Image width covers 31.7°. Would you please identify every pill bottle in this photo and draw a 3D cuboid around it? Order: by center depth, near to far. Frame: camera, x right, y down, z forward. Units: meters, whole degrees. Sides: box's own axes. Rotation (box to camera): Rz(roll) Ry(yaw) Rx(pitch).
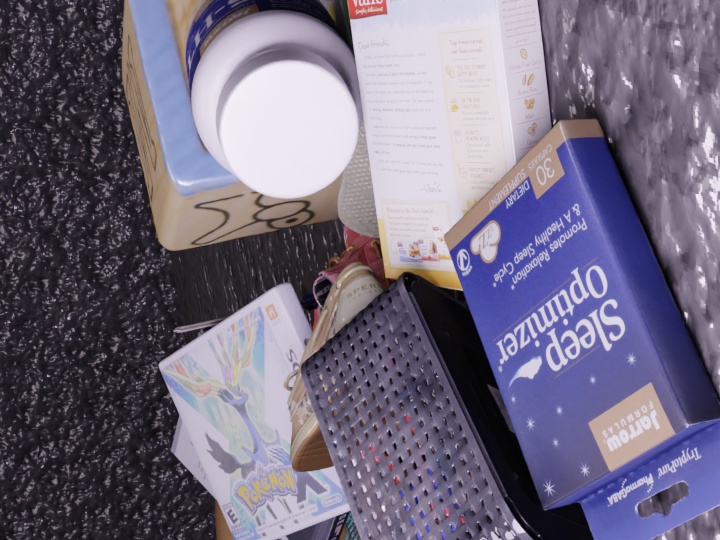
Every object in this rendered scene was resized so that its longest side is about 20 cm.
[{"bbox_3d":[-0.060,-0.127,0.878,0.200,0.118,0.121,-113,16,-64],"label":"pill bottle"}]

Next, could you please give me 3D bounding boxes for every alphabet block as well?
[{"bbox_3d":[-0.102,-0.148,1.126,0.200,0.193,0.199,131,128,-71],"label":"alphabet block"}]

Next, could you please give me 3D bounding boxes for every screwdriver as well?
[{"bbox_3d":[-0.066,0.031,1.103,0.029,0.197,0.028,-153,53,-76],"label":"screwdriver"}]

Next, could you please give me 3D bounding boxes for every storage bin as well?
[{"bbox_3d":[0.061,0.116,0.755,0.135,0.094,0.201,29,-152,-44],"label":"storage bin"}]

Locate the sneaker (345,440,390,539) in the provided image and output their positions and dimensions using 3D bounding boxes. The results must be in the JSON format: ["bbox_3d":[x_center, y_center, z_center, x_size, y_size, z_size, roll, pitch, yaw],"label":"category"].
[{"bbox_3d":[-0.014,0.173,1.115,0.090,0.078,0.202,-15,109,34],"label":"sneaker"}]

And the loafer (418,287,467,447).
[{"bbox_3d":[0.059,0.041,0.883,0.075,0.069,0.203,-148,48,-71],"label":"loafer"}]

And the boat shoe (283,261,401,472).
[{"bbox_3d":[-0.011,0.076,0.907,0.063,0.072,0.201,65,148,31],"label":"boat shoe"}]

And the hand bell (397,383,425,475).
[{"bbox_3d":[0.040,0.140,1.065,0.104,0.103,0.202,-133,21,-64],"label":"hand bell"}]

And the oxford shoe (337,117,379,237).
[{"bbox_3d":[0.024,-0.091,0.938,0.200,0.074,0.058,114,178,-65],"label":"oxford shoe"}]

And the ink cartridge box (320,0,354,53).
[{"bbox_3d":[0.008,-0.192,0.948,0.200,0.047,0.147,119,138,-73],"label":"ink cartridge box"}]

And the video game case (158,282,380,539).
[{"bbox_3d":[-0.081,0.128,1.055,0.199,0.022,0.184,-31,82,47],"label":"video game case"}]

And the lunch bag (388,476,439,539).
[{"bbox_3d":[0.080,0.263,0.979,0.201,0.075,0.162,-116,17,-47],"label":"lunch bag"}]

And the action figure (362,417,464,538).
[{"bbox_3d":[0.043,0.176,0.885,0.099,0.065,0.201,35,-163,-43],"label":"action figure"}]

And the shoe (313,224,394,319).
[{"bbox_3d":[0.000,0.000,1.031,0.200,0.090,0.072,-128,34,-59],"label":"shoe"}]

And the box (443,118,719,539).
[{"bbox_3d":[0.115,0.039,0.655,0.121,0.032,0.202,-46,58,49],"label":"box"}]

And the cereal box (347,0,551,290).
[{"bbox_3d":[0.056,-0.089,0.770,0.143,0.039,0.203,11,112,54],"label":"cereal box"}]

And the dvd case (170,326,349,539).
[{"bbox_3d":[-0.088,0.165,1.110,0.200,0.025,0.152,41,130,29],"label":"dvd case"}]

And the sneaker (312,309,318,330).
[{"bbox_3d":[-0.015,0.051,1.184,0.200,0.073,0.088,-176,75,-76],"label":"sneaker"}]

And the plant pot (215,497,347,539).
[{"bbox_3d":[-0.064,0.194,1.228,0.187,0.184,0.202,-120,17,-50],"label":"plant pot"}]
